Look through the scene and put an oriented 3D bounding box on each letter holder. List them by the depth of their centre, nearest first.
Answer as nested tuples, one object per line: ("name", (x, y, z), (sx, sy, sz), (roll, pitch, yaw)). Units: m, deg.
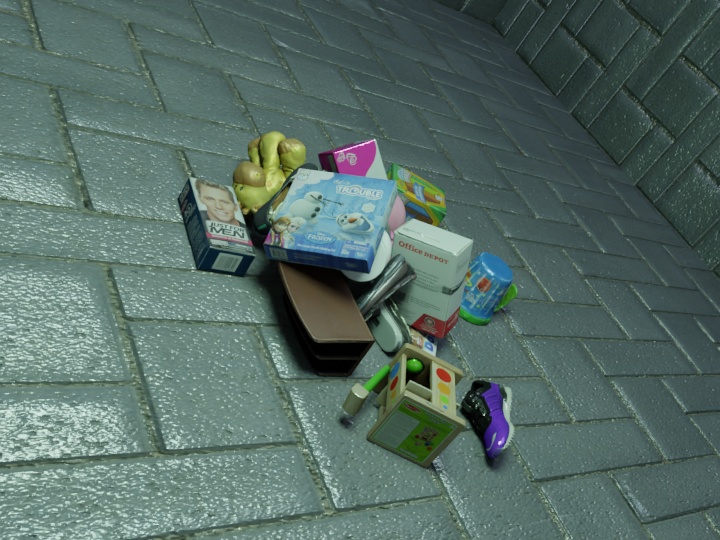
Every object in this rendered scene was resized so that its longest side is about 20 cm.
("letter holder", (-0.087, 0.084, 1.439), (0.141, 0.101, 0.201), (5, 43, -37))

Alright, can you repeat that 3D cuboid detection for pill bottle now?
("pill bottle", (0.005, -0.053, 1.558), (0.115, 0.116, 0.200), (31, 14, -8))

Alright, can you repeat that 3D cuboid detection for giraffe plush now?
("giraffe plush", (-0.210, -0.178, 1.645), (0.162, 0.172, 0.202), (-23, 98, -44))

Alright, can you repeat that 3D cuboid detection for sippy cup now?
("sippy cup", (0.283, 0.034, 1.837), (0.140, 0.131, 0.177), (46, 32, 15))

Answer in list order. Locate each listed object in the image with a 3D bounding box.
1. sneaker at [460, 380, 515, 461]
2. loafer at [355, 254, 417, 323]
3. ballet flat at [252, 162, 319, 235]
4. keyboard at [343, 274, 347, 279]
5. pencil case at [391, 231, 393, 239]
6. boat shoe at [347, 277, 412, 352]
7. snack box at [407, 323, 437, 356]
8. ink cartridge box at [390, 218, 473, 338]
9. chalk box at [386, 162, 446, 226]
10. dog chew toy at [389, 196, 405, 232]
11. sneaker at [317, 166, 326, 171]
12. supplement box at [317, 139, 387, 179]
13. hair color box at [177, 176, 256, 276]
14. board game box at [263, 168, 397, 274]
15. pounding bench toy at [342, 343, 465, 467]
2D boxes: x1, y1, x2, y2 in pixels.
("sneaker", (0.240, 0.284, 1.533), (0.099, 0.070, 0.201), (25, 28, -5))
("loafer", (0.033, 0.059, 1.528), (0.063, 0.200, 0.072), (43, -10, -12))
("ballet flat", (-0.134, -0.146, 1.572), (0.073, 0.073, 0.200), (38, 63, 5))
("keyboard", (0.000, 0.000, 1.710), (0.199, 0.021, 0.127), (31, 31, -7))
("pencil case", (0.049, -0.052, 1.710), (0.199, 0.094, 0.091), (36, 12, -14))
("boat shoe", (0.038, 0.078, 1.603), (0.063, 0.071, 0.201), (-2, 55, -46))
("snack box", (0.133, 0.115, 1.683), (0.071, 0.024, 0.201), (30, 32, -8))
("ink cartridge box", (0.135, 0.015, 1.605), (0.143, 0.202, 0.084), (22, 35, 24))
("chalk box", (0.095, -0.168, 1.924), (0.199, 0.124, 0.125), (27, 32, -16))
("dog chew toy", (0.001, -0.125, 1.785), (0.198, 0.125, 0.125), (-1, 45, -25))
("sneaker", (-0.104, -0.176, 1.737), (0.075, 0.087, 0.200), (66, -8, -14))
("supplement box", (-0.019, -0.225, 1.736), (0.100, 0.104, 0.200), (-19, 12, -10))
("hair color box", (-0.277, -0.086, 1.512), (0.099, 0.061, 0.201), (11, 39, -36))
("board game box", (-0.051, -0.096, 1.452), (0.198, 0.044, 0.200), (9, 52, 15))
("pounding bench toy", (0.069, 0.215, 1.391), (0.199, 0.125, 0.157), (28, 32, -13))
